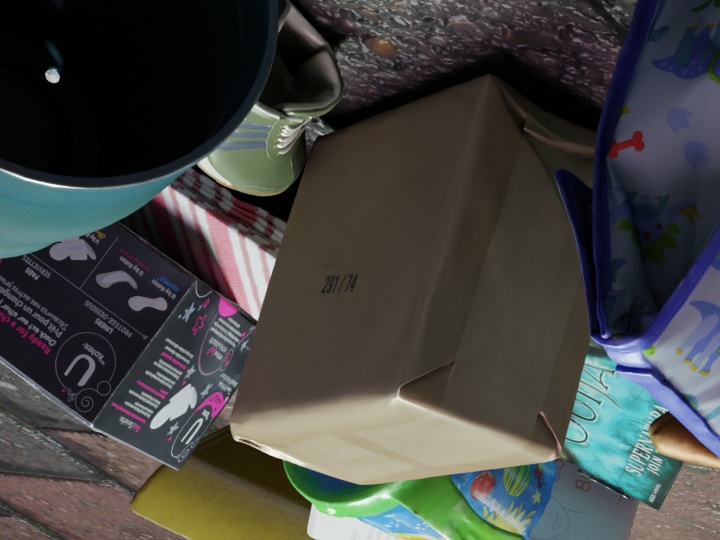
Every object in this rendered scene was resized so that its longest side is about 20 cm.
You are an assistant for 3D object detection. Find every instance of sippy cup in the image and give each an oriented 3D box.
[{"bbox_3d":[0.044,0.108,1.556,0.140,0.178,0.130,-18,138,36],"label":"sippy cup"}]

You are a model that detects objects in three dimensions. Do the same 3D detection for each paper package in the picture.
[{"bbox_3d":[0.035,0.010,1.402,0.103,0.191,0.200,23,162,-25],"label":"paper package"}]

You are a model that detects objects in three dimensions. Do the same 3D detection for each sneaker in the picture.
[{"bbox_3d":[-0.049,-0.093,1.392,0.090,0.067,0.200,15,157,26],"label":"sneaker"}]

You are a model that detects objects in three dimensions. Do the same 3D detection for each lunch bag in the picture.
[{"bbox_3d":[0.179,-0.018,1.191,0.127,0.200,0.170,2,155,38],"label":"lunch bag"}]

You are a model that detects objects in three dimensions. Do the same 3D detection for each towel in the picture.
[{"bbox_3d":[-0.094,-0.027,1.605,0.200,0.030,0.146,34,163,16],"label":"towel"}]

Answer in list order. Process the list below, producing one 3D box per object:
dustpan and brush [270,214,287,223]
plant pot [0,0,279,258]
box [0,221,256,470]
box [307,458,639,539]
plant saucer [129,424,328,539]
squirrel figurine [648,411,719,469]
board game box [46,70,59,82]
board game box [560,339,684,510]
[{"bbox_3d":[0.000,0.000,1.629,0.200,0.057,0.140,10,151,7],"label":"dustpan and brush"},{"bbox_3d":[-0.164,-0.097,1.262,0.200,0.200,0.188,24,152,-12],"label":"plant pot"},{"bbox_3d":[-0.160,0.037,1.664,0.132,0.115,0.200,34,176,16],"label":"box"},{"bbox_3d":[0.083,0.125,1.710,0.200,0.152,0.106,19,158,3],"label":"box"},{"bbox_3d":[-0.029,0.142,1.840,0.200,0.200,0.048,20,122,39],"label":"plant saucer"},{"bbox_3d":[0.272,0.036,1.352,0.142,0.200,0.187,48,143,43],"label":"squirrel figurine"},{"bbox_3d":[-0.250,-0.163,1.430,0.199,0.043,0.200,12,158,21],"label":"board game box"},{"bbox_3d":[0.140,0.070,1.551,0.135,0.028,0.200,28,157,9],"label":"board game box"}]
